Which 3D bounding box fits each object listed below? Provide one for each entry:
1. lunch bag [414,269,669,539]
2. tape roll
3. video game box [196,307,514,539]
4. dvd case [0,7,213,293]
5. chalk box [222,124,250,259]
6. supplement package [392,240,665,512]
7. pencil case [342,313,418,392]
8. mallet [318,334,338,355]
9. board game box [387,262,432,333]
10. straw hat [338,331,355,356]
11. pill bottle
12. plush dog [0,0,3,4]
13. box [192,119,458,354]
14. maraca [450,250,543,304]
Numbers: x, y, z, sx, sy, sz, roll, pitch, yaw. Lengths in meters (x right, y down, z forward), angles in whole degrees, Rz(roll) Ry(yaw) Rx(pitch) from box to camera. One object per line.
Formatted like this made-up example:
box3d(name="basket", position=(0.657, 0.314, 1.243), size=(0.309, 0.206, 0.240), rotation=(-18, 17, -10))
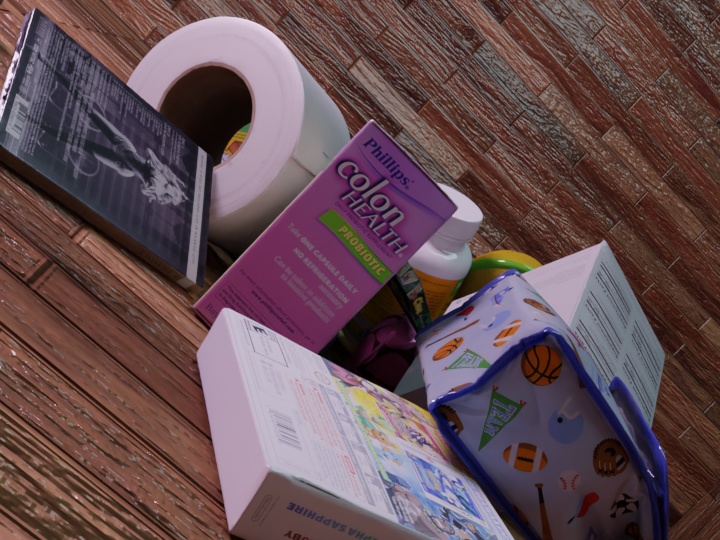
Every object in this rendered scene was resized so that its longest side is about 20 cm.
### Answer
box3d(name="lunch bag", position=(0.141, 0.118, 0.642), size=(0.201, 0.123, 0.170), rotation=(55, 10, -9))
box3d(name="tape roll", position=(-0.123, -0.127, 0.876), size=(0.203, 0.203, 0.139), rotation=(46, 5, 22))
box3d(name="video game box", position=(-0.005, 0.114, 0.531), size=(0.181, 0.047, 0.200), rotation=(28, 11, -22))
box3d(name="dvd case", position=(-0.190, -0.090, 0.687), size=(0.200, 0.016, 0.150), rotation=(40, 34, -41))
box3d(name="chalk box", position=(-0.095, -0.062, 1.041), size=(0.200, 0.125, 0.124), rotation=(46, 4, 32))
box3d(name="supplement package", position=(0.168, 0.104, 0.854), size=(0.148, 0.190, 0.200), rotation=(58, 34, -11))
box3d(name="pencil case", position=(0.076, 0.140, 0.977), size=(0.200, 0.094, 0.091), rotation=(46, 5, -12))
box3d(name="mallet", position=(0.000, 0.000, 0.851), size=(0.066, 0.200, 0.041), rotation=(47, 10, 8))
box3d(name="board game box", position=(0.017, -0.033, 0.930), size=(0.201, 0.023, 0.105), rotation=(60, -2, 30))
box3d(name="straw hat", position=(0.059, 0.107, 1.154), size=(0.201, 0.085, 0.201), rotation=(44, 4, -4))
box3d(name="pill bottle", position=(0.062, 0.003, 1.028), size=(0.110, 0.201, 0.111), rotation=(21, 27, -11))
box3d(name="plush dog", position=(-0.395, -0.332, 0.786), size=(0.200, 0.160, 0.172), rotation=(43, 27, -19))
box3d(name="box", position=(-0.024, -0.014, 0.748), size=(0.097, 0.200, 0.176), rotation=(43, 3, -1))
box3d(name="maraca", position=(0.168, 0.046, 1.084), size=(0.136, 0.108, 0.200), rotation=(26, -31, 0))
